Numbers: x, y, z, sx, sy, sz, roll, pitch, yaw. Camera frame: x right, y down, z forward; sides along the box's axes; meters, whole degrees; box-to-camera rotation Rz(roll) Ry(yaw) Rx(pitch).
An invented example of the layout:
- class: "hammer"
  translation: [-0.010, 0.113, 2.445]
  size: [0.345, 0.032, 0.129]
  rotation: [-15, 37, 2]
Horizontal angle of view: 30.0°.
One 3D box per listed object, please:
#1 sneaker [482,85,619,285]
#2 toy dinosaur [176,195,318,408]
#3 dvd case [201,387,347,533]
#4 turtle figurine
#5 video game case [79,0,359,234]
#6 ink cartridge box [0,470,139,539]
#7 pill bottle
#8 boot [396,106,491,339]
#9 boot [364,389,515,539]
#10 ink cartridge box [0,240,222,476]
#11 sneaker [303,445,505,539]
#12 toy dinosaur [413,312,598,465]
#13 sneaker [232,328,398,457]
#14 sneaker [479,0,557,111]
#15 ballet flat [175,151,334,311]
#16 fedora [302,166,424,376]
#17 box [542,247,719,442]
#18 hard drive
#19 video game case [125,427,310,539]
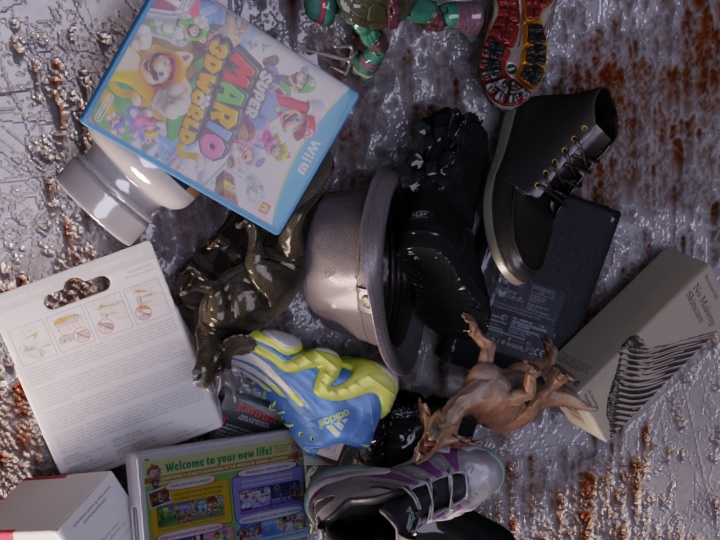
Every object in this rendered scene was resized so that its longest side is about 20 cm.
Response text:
- class: "sneaker"
  translation: [0.182, -0.087, 1.272]
  size: [0.075, 0.105, 0.202]
  rotation: [33, 57, -42]
- class: "toy dinosaur"
  translation: [-0.101, 0.014, 1.226]
  size: [0.102, 0.077, 0.200]
  rotation: [44, 83, -21]
- class: "dvd case"
  translation: [-0.109, 0.233, 1.351]
  size: [0.145, 0.022, 0.202]
  rotation: [20, 97, -20]
- class: "turtle figurine"
  translation: [0.012, -0.250, 1.241]
  size: [0.198, 0.101, 0.152]
  rotation: [-11, 105, -20]
- class: "video game case"
  translation: [-0.116, -0.138, 1.138]
  size: [0.199, 0.018, 0.144]
  rotation: [30, 93, -24]
- class: "ink cartridge box"
  translation: [-0.246, 0.293, 1.251]
  size: [0.083, 0.144, 0.201]
  rotation: [-48, 117, -43]
- class: "pill bottle"
  translation: [-0.171, -0.126, 1.198]
  size: [0.120, 0.120, 0.200]
  rotation: [42, 89, -20]
- class: "boot"
  translation: [0.090, -0.046, 1.296]
  size: [0.199, 0.073, 0.164]
  rotation: [59, 37, -53]
- class: "boot"
  translation: [0.088, 0.215, 1.376]
  size: [0.196, 0.073, 0.164]
  rotation: [11, 95, -17]
- class: "ink cartridge box"
  translation: [-0.233, 0.082, 1.250]
  size: [0.161, 0.057, 0.202]
  rotation: [-20, 108, -3]
- class: "sneaker"
  translation: [0.050, 0.223, 1.253]
  size: [0.198, 0.140, 0.079]
  rotation: [-13, 102, -5]
- class: "toy dinosaur"
  translation: [0.129, 0.128, 1.289]
  size: [0.199, 0.086, 0.136]
  rotation: [13, 115, -38]
- class: "sneaker"
  translation: [-0.066, 0.118, 1.285]
  size: [0.198, 0.076, 0.106]
  rotation: [15, 81, -2]
- class: "sneaker"
  translation: [0.151, -0.251, 1.298]
  size: [0.077, 0.082, 0.202]
  rotation: [16, 83, 2]
- class: "ballet flat"
  translation: [-0.097, -0.039, 1.281]
  size: [0.200, 0.067, 0.046]
  rotation: [-49, 152, -4]
- class: "fedora"
  translation: [0.000, 0.000, 1.277]
  size: [0.089, 0.178, 0.201]
  rotation: [1, 132, 15]
- class: "box"
  translation: [0.286, 0.075, 1.389]
  size: [0.200, 0.068, 0.082]
  rotation: [-43, 122, -12]
- class: "hard drive"
  translation: [0.173, 0.013, 1.379]
  size: [0.138, 0.033, 0.202]
  rotation: [17, 97, -19]
- class: "video game case"
  translation: [-0.126, 0.250, 1.257]
  size: [0.199, 0.022, 0.184]
  rotation: [-3, 86, -44]
